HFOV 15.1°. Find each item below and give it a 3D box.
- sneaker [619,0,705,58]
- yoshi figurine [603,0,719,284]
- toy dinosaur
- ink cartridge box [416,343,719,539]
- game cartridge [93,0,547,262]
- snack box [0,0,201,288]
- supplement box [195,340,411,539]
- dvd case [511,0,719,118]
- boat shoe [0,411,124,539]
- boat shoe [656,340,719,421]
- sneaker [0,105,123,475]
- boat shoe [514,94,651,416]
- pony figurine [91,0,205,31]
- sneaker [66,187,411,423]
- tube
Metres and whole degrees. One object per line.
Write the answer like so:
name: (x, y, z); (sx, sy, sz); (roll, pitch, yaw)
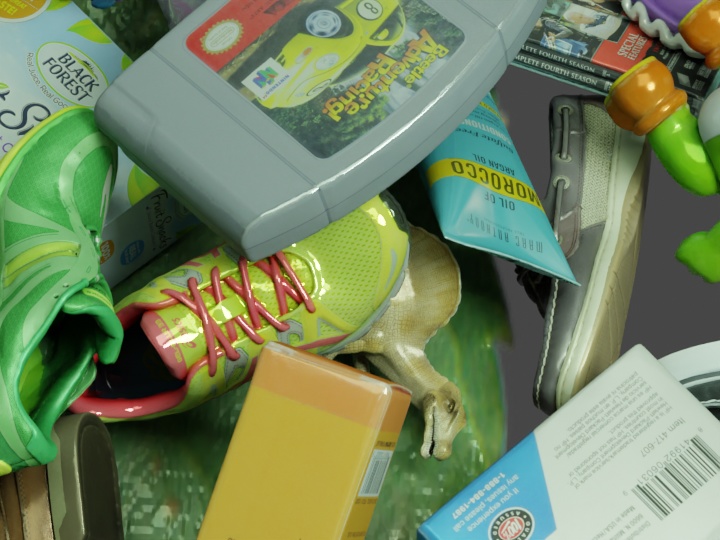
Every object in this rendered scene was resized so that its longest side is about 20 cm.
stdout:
sneaker: (0.164, -0.186, 1.426); (0.080, 0.089, 0.200); (-19, 48, -34)
yoshi figurine: (0.218, -0.037, 1.347); (0.112, 0.112, 0.200); (-30, 74, -41)
toy dinosaur: (0.000, 0.000, 1.358); (0.101, 0.058, 0.200); (-15, 91, 21)
ink cartridge box: (0.144, 0.159, 1.267); (0.146, 0.084, 0.200); (-37, 70, -17)
game cartridge: (-0.013, -0.100, 1.297); (0.200, 0.041, 0.133); (-42, 64, -15)
snack box: (-0.200, -0.046, 1.409); (0.200, 0.068, 0.169); (-38, 66, -20)
supplement box: (-0.041, 0.138, 1.257); (0.066, 0.069, 0.200); (20, 87, 12)
dvd case: (0.108, -0.151, 1.457); (0.200, 0.022, 0.146); (20, 39, 11)
boat shoe: (-0.149, 0.168, 1.279); (0.068, 0.072, 0.200); (-10, 67, 16)
boat shoe: (0.237, 0.082, 1.326); (0.200, 0.072, 0.068); (8, 59, -2)
sneaker: (-0.144, 0.014, 1.286); (0.083, 0.074, 0.200); (0, 59, 25)
boat shoe: (0.107, -0.010, 1.381); (0.065, 0.072, 0.200); (8, 57, 12)
pony figurine: (-0.091, -0.177, 1.397); (0.193, 0.200, 0.167); (20, 88, 29)
sneaker: (-0.063, 0.024, 1.305); (0.200, 0.090, 0.078); (-33, 86, 22)
tube: (0.053, -0.057, 1.371); (0.077, 0.050, 0.200); (15, 29, -22)
